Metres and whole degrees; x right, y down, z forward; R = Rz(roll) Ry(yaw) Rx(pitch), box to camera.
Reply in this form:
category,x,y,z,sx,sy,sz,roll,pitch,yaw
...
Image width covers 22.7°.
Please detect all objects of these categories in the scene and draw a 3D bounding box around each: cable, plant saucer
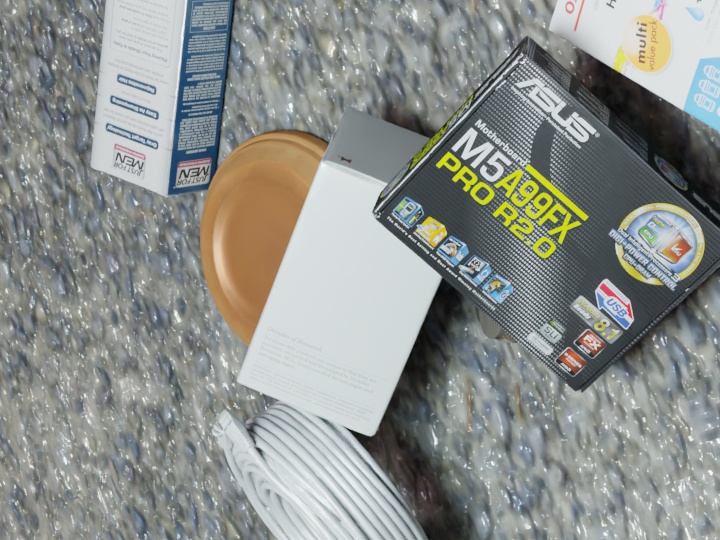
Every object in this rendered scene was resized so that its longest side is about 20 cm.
category,x,y,z,sx,sy,sz,roll,pitch,yaw
cable,-0.023,0.192,1.418,0.200,0.069,0.200,40,159,27
plant saucer,-0.067,-0.016,1.492,0.200,0.037,0.201,9,103,39

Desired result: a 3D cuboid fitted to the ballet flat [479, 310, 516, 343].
category,x,y,z,sx,sy,sz,roll,pitch,yaw
ballet flat,0.129,-0.043,1.318,0.067,0.046,0.201,-144,61,-67

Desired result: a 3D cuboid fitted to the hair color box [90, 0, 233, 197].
category,x,y,z,sx,sy,sz,roll,pitch,yaw
hair color box,-0.169,-0.174,1.533,0.100,0.060,0.201,22,112,36

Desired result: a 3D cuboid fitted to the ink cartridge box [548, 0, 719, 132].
category,x,y,z,sx,sy,sz,roll,pitch,yaw
ink cartridge box,0.202,-0.190,1.197,0.200,0.068,0.116,36,127,30

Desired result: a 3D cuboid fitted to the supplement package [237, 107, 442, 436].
category,x,y,z,sx,sy,sz,roll,pitch,yaw
supplement package,0.000,0.000,1.359,0.117,0.117,0.201,22,117,0

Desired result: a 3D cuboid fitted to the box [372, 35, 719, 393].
category,x,y,z,sx,sy,sz,roll,pitch,yaw
box,0.133,-0.035,1.230,0.200,0.044,0.160,41,115,-9
